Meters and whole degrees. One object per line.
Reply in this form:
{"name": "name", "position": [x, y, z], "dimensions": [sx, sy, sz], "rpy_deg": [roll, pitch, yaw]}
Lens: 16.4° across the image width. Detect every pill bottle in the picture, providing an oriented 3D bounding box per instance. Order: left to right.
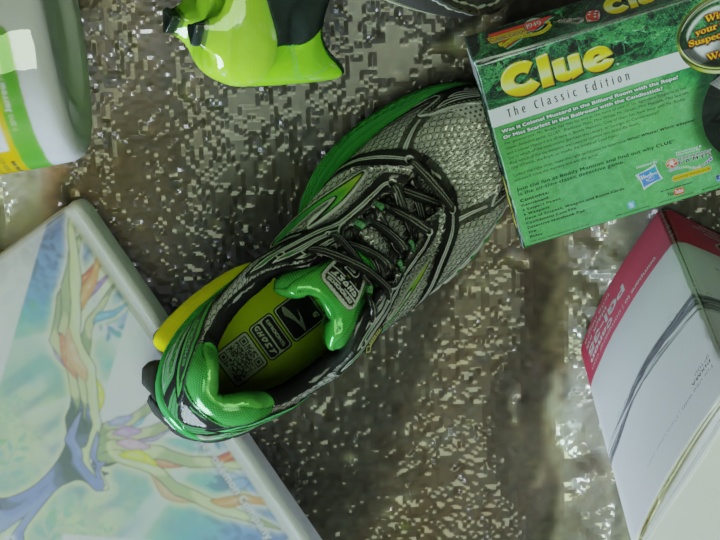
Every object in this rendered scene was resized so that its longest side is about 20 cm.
{"name": "pill bottle", "position": [-0.216, -0.083, 1.000], "dimensions": [0.200, 0.111, 0.111], "rpy_deg": [-9, 112, 2]}

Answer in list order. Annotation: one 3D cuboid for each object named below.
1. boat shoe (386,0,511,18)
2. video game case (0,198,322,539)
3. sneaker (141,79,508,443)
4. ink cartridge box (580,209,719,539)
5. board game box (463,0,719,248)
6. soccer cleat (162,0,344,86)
{"name": "boat shoe", "position": [0.009, -0.154, 0.954], "dimensions": [0.072, 0.061, 0.201], "rpy_deg": [-55, 134, -6]}
{"name": "video game case", "position": [-0.137, 0.101, 1.089], "dimensions": [0.182, 0.022, 0.200], "rpy_deg": [-35, 89, 12]}
{"name": "sneaker", "position": [0.000, 0.000, 1.034], "dimensions": [0.078, 0.085, 0.200], "rpy_deg": [46, 79, -12]}
{"name": "ink cartridge box", "position": [0.177, 0.068, 1.020], "dimensions": [0.146, 0.200, 0.083], "rpy_deg": [26, 108, -10]}
{"name": "board game box", "position": [0.149, -0.080, 1.011], "dimensions": [0.200, 0.023, 0.105], "rpy_deg": [-16, 134, 1]}
{"name": "soccer cleat", "position": [-0.024, -0.171, 1.002], "dimensions": [0.081, 0.068, 0.200], "rpy_deg": [3, 109, -28]}
